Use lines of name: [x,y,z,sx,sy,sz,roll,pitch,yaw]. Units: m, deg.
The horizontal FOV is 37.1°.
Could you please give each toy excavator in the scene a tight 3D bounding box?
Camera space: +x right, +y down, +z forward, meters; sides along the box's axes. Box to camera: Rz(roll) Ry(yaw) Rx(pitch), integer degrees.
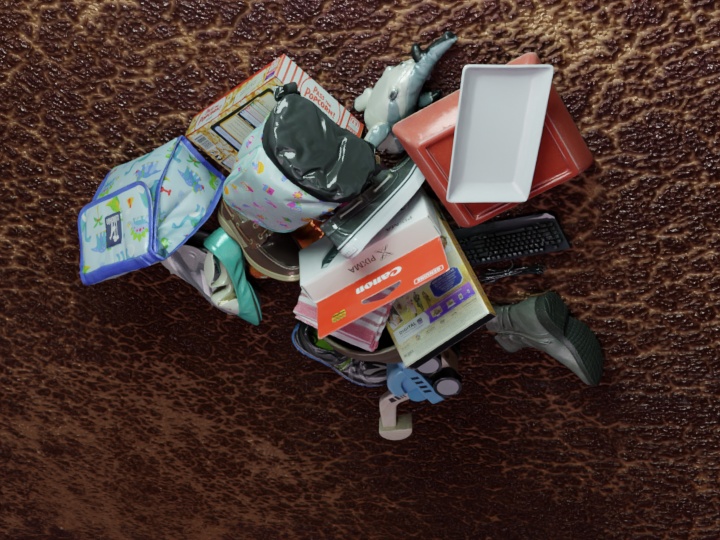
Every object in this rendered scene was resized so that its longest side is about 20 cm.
toy excavator: [0.080,0.188,1.791,0.200,0.100,0.195,-25,127,23]

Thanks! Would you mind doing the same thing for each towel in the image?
towel: [0.000,0.000,1.519,0.146,0.200,0.030,22,175,32]

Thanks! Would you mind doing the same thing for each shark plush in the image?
shark plush: [0.061,-0.229,1.355,0.083,0.091,0.200,10,127,-26]

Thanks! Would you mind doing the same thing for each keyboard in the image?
keyboard: [0.211,-0.025,1.570,0.200,0.021,0.127,-10,136,32]

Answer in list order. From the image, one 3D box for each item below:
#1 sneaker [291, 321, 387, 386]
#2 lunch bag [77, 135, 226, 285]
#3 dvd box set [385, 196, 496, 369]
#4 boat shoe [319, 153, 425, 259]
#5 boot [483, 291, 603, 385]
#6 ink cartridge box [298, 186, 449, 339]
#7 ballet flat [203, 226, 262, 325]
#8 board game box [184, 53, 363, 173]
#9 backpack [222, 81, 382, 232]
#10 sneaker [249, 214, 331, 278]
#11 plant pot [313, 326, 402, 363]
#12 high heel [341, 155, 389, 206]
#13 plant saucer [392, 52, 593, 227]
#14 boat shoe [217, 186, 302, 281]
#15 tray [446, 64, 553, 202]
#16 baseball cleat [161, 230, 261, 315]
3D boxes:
sneaker: [-0.021,0.140,1.823,0.199,0.071,0.083,25,161,-8]
lunch bag: [-0.314,-0.076,1.551,0.170,0.200,0.127,-17,133,38]
dvd box set: [0.085,0.017,1.499,0.146,0.200,0.029,-36,152,19]
boat shoe: [0.022,-0.103,1.401,0.071,0.200,0.072,44,145,-8]
boot: [0.288,0.111,1.693,0.130,0.068,0.200,-15,126,42]
ink cartridge box: [0.012,-0.015,1.421,0.200,0.174,0.044,-29,119,12]
ballet flat: [-0.207,0.017,1.673,0.067,0.070,0.200,43,153,43]
board game box: [-0.118,-0.189,1.457,0.200,0.046,0.151,-23,128,41]
backpack: [-0.090,-0.130,1.355,0.167,0.127,0.200,42,155,-15]
sneaker: [-0.107,-0.049,1.634,0.200,0.073,0.077,-32,106,38]
plant pot: [0.035,0.061,1.629,0.199,0.201,0.174,3,158,17]
high heel: [-0.029,-0.101,1.525,0.200,0.068,0.096,-9,140,34]
plant saucer: [0.173,-0.149,1.352,0.200,0.037,0.200,-27,130,16]
boat shoe: [-0.143,-0.060,1.558,0.200,0.072,0.072,45,147,35]
tray: [0.164,-0.166,1.297,0.107,0.022,0.200,-1,132,-6]
baseball cleat: [-0.232,0.005,1.735,0.200,0.070,0.106,31,142,-20]
